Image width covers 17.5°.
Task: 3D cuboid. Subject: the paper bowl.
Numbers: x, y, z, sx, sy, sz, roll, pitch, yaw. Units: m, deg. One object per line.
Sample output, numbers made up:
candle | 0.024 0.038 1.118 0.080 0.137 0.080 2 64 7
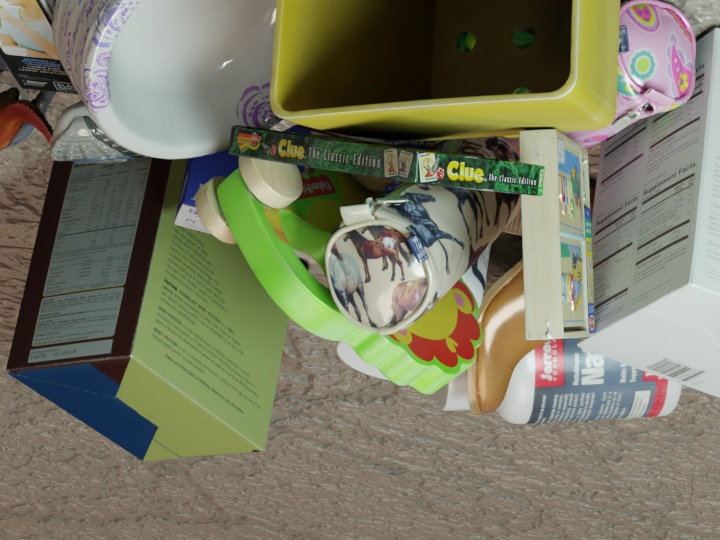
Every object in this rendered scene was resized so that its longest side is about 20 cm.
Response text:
paper bowl | -0.109 -0.181 1.554 0.199 0.105 0.201 -21 142 -17

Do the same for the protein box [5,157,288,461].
protein box | -0.169 0.027 1.962 0.134 0.201 0.198 -7 151 32

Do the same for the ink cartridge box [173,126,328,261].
ink cartridge box | -0.042 -0.060 1.857 0.198 0.095 0.044 14 155 -10

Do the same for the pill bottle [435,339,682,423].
pill bottle | 0.164 0.069 1.974 0.198 0.121 0.120 -3 156 -8

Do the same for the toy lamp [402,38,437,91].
toy lamp | -0.026 -0.125 1.646 0.058 0.059 0.199 28 152 -35

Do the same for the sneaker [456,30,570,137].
sneaker | 0.075 -0.145 1.613 0.199 0.074 0.084 13 155 49

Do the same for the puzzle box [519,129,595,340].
puzzle box | 0.132 -0.020 1.549 0.025 0.134 0.200 -2 179 11

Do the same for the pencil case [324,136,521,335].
pencil case | 0.047 -0.035 1.585 0.077 0.200 0.090 5 114 23

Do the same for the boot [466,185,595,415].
boot | 0.171 0.033 1.871 0.154 0.202 0.077 14 179 6

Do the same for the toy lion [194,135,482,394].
toy lion | 0.000 0.000 1.619 0.069 0.193 0.199 -37 166 31

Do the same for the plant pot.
plant pot | 0.075 -0.175 1.477 0.198 0.202 0.176 -3 166 25

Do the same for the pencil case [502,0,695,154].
pencil case | 0.152 -0.125 1.662 0.087 0.088 0.199 24 152 -29

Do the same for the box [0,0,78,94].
box | -0.218 -0.218 1.564 0.060 0.117 0.200 7 157 15

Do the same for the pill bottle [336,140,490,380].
pill bottle | 0.042 -0.023 1.777 0.115 0.201 0.116 8 155 4

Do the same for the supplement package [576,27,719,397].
supplement package | 0.265 -0.035 1.671 0.151 0.201 0.151 19 154 -21

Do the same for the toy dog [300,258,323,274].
toy dog | 0.002 -0.003 1.958 0.198 0.097 0.132 14 155 -8

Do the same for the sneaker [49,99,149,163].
sneaker | -0.180 -0.123 1.704 0.074 0.088 0.200 0 -173 9

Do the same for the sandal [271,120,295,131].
sandal | -0.050 -0.149 1.732 0.082 0.050 0.202 42 147 -23

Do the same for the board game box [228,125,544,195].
board game box | 0.014 -0.070 1.480 0.104 0.024 0.199 1 -173 -38

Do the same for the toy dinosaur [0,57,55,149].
toy dinosaur | -0.308 -0.115 1.789 0.105 0.200 0.181 37 115 -19
